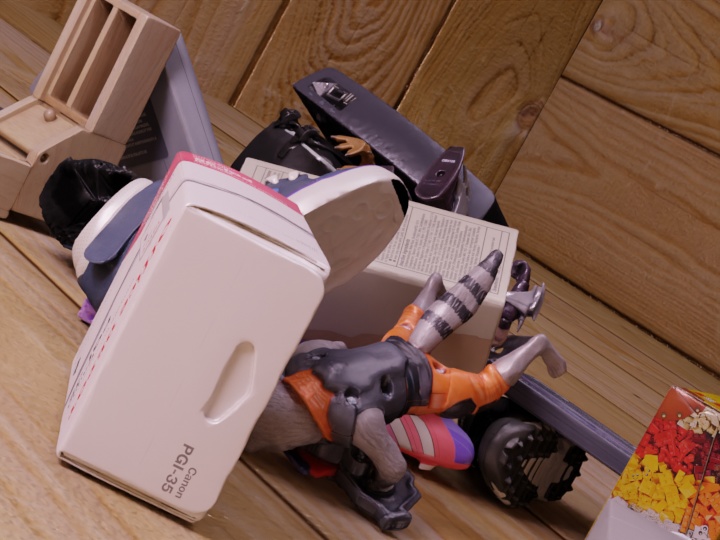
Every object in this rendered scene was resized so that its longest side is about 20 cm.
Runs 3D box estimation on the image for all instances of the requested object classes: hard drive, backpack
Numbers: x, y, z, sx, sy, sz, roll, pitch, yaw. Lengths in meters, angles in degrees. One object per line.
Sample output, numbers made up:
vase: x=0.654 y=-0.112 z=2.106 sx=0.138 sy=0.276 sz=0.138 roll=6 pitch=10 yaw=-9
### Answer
hard drive: x=0.040 y=-0.081 z=1.581 sx=0.200 sy=0.042 sz=0.135 roll=40 pitch=-6 yaw=24
backpack: x=-0.021 y=-0.011 z=1.600 sx=0.200 sy=0.151 sz=0.178 roll=37 pitch=2 yaw=-20

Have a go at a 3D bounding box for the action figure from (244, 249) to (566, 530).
action figure: x=-0.002 y=0.051 z=1.205 sx=0.193 sy=0.105 sz=0.200 roll=-27 pitch=53 yaw=-33

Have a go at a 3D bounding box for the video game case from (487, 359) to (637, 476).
video game case: x=0.166 y=0.119 z=1.468 sx=0.143 sy=0.019 sz=0.200 roll=35 pitch=3 yaw=15

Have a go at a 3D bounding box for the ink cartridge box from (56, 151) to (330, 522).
ink cartridge box: x=-0.089 y=0.027 z=1.032 sx=0.083 sy=0.147 sz=0.200 roll=27 pitch=6 yaw=-10

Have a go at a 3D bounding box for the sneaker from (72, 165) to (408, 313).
sneaker: x=-0.087 y=-0.035 z=1.237 sx=0.146 sy=0.200 sz=0.081 roll=47 pitch=-14 yaw=40

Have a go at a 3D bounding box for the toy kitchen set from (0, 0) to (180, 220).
toy kitchen set: x=-0.288 y=-0.156 z=1.474 sx=0.163 sy=0.181 sz=0.200 roll=33 pitch=8 yaw=39

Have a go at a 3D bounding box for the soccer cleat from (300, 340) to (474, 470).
soccer cleat: x=-0.001 y=0.072 z=1.388 sx=0.200 sy=0.077 sz=0.067 roll=30 pitch=6 yaw=11

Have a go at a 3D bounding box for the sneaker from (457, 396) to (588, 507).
sneaker: x=0.105 y=0.130 z=1.463 sx=0.090 sy=0.067 sz=0.200 roll=28 pitch=2 yaw=20

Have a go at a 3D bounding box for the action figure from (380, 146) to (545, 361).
action figure: x=0.067 y=0.004 z=1.451 sx=0.130 sy=0.069 sz=0.200 roll=-3 pitch=-44 yaw=22

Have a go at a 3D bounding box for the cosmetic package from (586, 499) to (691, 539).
cosmetic package: x=0.161 y=0.197 z=1.073 sx=0.107 sy=0.090 sz=0.200 roll=30 pitch=3 yaw=8

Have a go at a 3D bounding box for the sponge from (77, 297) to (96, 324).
sponge: x=-0.085 y=0.062 z=1.306 sx=0.200 sy=0.030 sz=0.112 roll=29 pitch=6 yaw=5

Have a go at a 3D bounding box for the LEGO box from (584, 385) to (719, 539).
LEGO box: x=0.238 y=0.167 z=1.353 sx=0.077 sy=0.149 sz=0.200 roll=31 pitch=6 yaw=25

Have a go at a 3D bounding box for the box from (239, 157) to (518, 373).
box: x=0.000 y=0.000 z=1.344 sx=0.200 sy=0.078 sz=0.095 roll=16 pitch=37 yaw=3

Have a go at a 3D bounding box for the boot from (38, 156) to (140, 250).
boot: x=-0.166 y=-0.038 z=1.464 sx=0.168 sy=0.076 sz=0.200 roll=36 pitch=7 yaw=-36

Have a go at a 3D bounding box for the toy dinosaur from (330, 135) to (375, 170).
toy dinosaur: x=-0.003 y=-0.045 z=1.480 sx=0.200 sy=0.106 sz=0.060 roll=-18 pitch=47 yaw=-35

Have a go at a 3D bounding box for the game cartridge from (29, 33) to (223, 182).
game cartridge: x=-0.193 y=-0.126 z=1.593 sx=0.042 sy=0.133 sz=0.200 roll=-18 pitch=6 yaw=-40

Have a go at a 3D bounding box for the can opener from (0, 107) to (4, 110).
can opener: x=-0.280 y=-0.122 z=1.744 sx=0.200 sy=0.067 sz=0.053 roll=30 pitch=6 yaw=8
